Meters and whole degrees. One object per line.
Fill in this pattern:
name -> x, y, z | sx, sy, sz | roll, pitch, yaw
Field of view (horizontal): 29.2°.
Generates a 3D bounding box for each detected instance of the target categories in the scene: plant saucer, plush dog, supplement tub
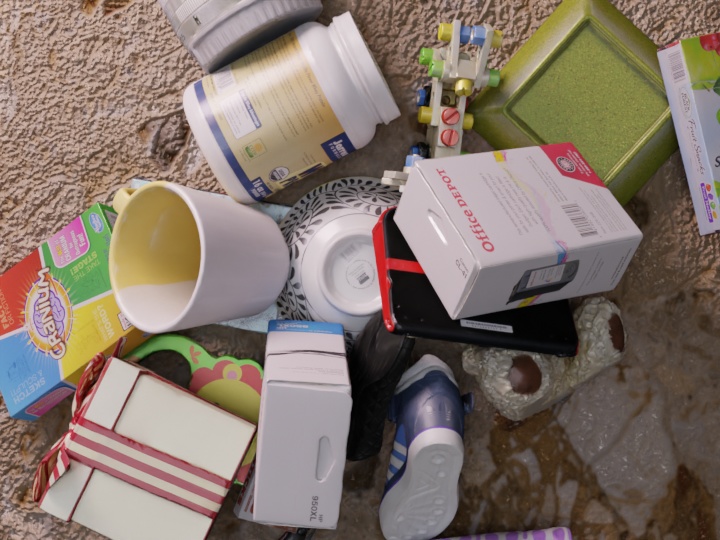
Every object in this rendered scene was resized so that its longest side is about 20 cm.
plant saucer -> 0.245, -0.174, 1.475 | 0.200, 0.048, 0.200 | 43, 95, 4
plush dog -> 0.153, 0.066, 1.454 | 0.199, 0.161, 0.172 | -21, 73, -35
supplement tub -> -0.071, -0.172, 1.457 | 0.199, 0.144, 0.145 | -27, 89, 6

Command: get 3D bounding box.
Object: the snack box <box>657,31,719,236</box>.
snack box -> 0.401, -0.149, 1.435 | 0.141, 0.053, 0.202 | -13, 90, -17

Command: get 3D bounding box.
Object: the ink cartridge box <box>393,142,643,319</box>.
ink cartridge box -> 0.154, -0.043, 1.372 | 0.199, 0.086, 0.148 | -10, 51, -27

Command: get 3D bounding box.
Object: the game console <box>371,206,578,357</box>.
game console -> 0.113, 0.011, 1.386 | 0.198, 0.178, 0.031 | 7, 135, -13

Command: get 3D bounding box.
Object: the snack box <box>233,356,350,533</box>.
snack box -> -0.069, 0.180, 1.490 | 0.071, 0.024, 0.201 | 19, 95, -21

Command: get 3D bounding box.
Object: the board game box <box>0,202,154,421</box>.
board game box -> -0.319, 0.046, 1.494 | 0.199, 0.040, 0.154 | -35, 66, 16

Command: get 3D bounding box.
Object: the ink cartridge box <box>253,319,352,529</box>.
ink cartridge box -> -0.058, 0.145, 1.357 | 0.084, 0.200, 0.146 | 4, 104, -4

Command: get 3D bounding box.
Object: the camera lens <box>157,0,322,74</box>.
camera lens -> -0.148, -0.329, 1.453 | 0.159, 0.160, 0.201 | -29, 89, 5

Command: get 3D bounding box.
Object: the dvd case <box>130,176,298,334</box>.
dvd case -> -0.168, -0.015, 1.530 | 0.198, 0.022, 0.147 | 11, 92, 3

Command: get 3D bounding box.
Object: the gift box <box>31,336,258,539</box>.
gift box -> -0.215, 0.182, 1.390 | 0.186, 0.200, 0.186 | 25, 79, 1

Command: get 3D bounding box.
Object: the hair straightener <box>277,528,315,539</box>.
hair straightener -> -0.102, 0.339, 1.506 | 0.200, 0.077, 0.041 | -39, 106, 2

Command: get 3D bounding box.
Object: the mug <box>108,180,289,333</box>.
mug -> -0.160, -0.027, 1.430 | 0.149, 0.153, 0.188 | -33, 66, 37

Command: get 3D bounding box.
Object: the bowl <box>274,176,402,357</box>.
bowl -> 0.000, 0.000, 1.468 | 0.199, 0.094, 0.202 | 0, 93, -2

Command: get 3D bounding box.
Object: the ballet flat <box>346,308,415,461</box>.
ballet flat -> 0.019, 0.114, 1.447 | 0.067, 0.056, 0.201 | 51, 130, 41

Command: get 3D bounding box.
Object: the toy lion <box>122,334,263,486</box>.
toy lion -> -0.177, 0.155, 1.520 | 0.191, 0.069, 0.201 | -32, 88, -2

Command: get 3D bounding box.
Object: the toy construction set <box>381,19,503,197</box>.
toy construction set -> 0.089, -0.157, 1.443 | 0.092, 0.131, 0.201 | 21, 89, -12

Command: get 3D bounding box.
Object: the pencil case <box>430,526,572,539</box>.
pencil case -> 0.136, 0.324, 1.476 | 0.198, 0.084, 0.086 | -9, 56, 7

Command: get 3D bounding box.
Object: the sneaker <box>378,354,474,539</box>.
sneaker -> 0.064, 0.184, 1.490 | 0.080, 0.147, 0.201 | 5, 135, -9
